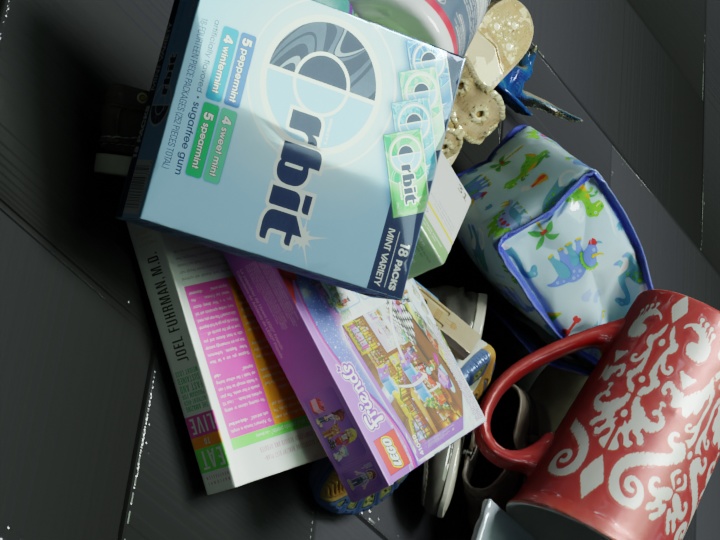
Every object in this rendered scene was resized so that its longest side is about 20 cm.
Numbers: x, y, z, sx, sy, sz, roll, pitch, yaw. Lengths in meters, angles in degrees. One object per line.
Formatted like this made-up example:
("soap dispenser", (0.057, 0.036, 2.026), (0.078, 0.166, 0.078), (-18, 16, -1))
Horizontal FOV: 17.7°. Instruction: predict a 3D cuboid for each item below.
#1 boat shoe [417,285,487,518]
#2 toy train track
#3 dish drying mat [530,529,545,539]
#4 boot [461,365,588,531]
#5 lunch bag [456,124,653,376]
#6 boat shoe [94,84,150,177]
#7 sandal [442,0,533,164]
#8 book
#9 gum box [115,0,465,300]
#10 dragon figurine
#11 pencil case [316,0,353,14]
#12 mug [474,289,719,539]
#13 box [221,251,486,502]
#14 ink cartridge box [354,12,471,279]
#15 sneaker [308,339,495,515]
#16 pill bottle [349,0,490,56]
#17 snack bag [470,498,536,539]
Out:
("boat shoe", (0.057, 0.100, 1.791), (0.067, 0.057, 0.201), (95, 6, -56))
("toy train track", (0.000, 0.000, 1.699), (0.200, 0.033, 0.115), (38, 44, -6))
("dish drying mat", (0.119, 0.284, 1.775), (0.077, 0.018, 0.201), (49, 55, -36))
("boot", (0.133, 0.129, 1.854), (0.146, 0.070, 0.201), (59, 39, -54))
("lunch bag", (0.166, 0.004, 1.884), (0.200, 0.127, 0.170), (54, -2, -24))
("boat shoe", (-0.090, -0.089, 1.560), (0.200, 0.071, 0.061), (1, 93, -45))
("sandal", (0.092, -0.147, 1.872), (0.078, 0.069, 0.212), (50, 58, -24))
("book", (-0.086, 0.041, 1.573), (0.133, 0.048, 0.201), (-11, 83, -60))
("gum box", (-0.043, -0.088, 1.510), (0.199, 0.044, 0.171), (18, 84, -29))
("dragon figurine", (0.115, -0.159, 1.998), (0.200, 0.059, 0.100), (47, 40, -36))
("pencil case", (-0.078, -0.253, 1.689), (0.092, 0.085, 0.201), (-28, 104, -17))
("mug", (0.198, 0.114, 1.742), (0.177, 0.133, 0.201), (39, 71, -23))
("box", (-0.004, 0.044, 1.601), (0.137, 0.039, 0.201), (-26, 89, -54))
("ink cartridge box", (0.027, -0.099, 1.665), (0.146, 0.048, 0.200), (58, 26, -17))
("sneaker", (0.012, 0.102, 1.701), (0.200, 0.088, 0.076), (-39, 154, -42))
("pill bottle", (0.039, -0.216, 1.837), (0.120, 0.119, 0.200), (60, 31, -23))
("snack bag", (0.112, 0.301, 1.737), (0.189, 0.021, 0.201), (43, 58, -39))
